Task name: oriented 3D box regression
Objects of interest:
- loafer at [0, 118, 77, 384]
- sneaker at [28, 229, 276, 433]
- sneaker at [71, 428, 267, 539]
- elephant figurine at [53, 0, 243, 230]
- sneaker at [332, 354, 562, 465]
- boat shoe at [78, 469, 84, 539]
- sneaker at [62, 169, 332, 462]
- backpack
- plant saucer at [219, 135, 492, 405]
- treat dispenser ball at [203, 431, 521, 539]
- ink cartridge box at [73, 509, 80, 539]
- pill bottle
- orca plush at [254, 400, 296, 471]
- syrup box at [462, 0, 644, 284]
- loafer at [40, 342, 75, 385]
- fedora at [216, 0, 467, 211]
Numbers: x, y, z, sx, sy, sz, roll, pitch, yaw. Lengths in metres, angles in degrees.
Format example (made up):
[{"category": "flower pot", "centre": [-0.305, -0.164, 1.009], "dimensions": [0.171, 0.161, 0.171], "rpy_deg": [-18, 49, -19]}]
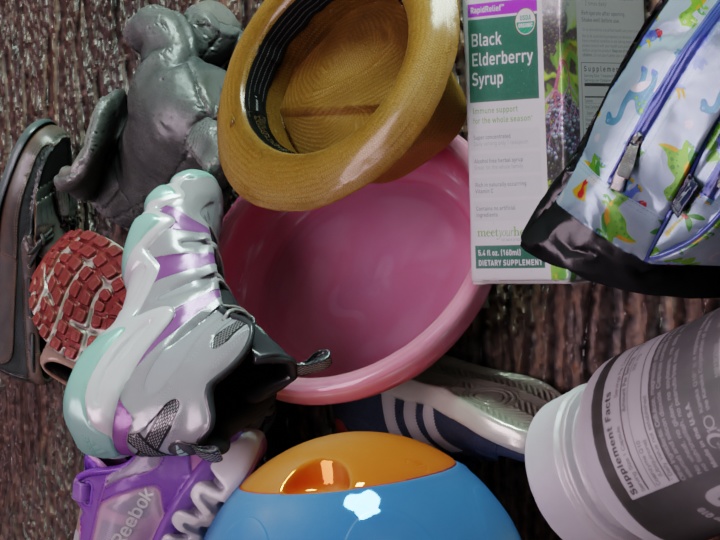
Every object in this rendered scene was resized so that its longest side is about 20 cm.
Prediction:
[{"category": "loafer", "centre": [-0.227, -0.011, 1.954], "dimensions": [0.063, 0.072, 0.201], "rpy_deg": [27, 119, 21]}, {"category": "sneaker", "centre": [-0.134, 0.049, 1.741], "dimensions": [0.200, 0.082, 0.078], "rpy_deg": [40, 92, 25]}, {"category": "sneaker", "centre": [-0.144, 0.155, 1.661], "dimensions": [0.088, 0.081, 0.200], "rpy_deg": [36, 106, -2]}, {"category": "elephant figurine", "centre": [-0.133, -0.069, 1.798], "dimensions": [0.200, 0.155, 0.142], "rpy_deg": [-47, 69, 33]}, {"category": "sneaker", "centre": [0.056, 0.103, 1.658], "dimensions": [0.200, 0.075, 0.085], "rpy_deg": [19, 111, 50]}, {"category": "boat shoe", "centre": [-0.152, 0.134, 1.819], "dimensions": [0.200, 0.062, 0.073], "rpy_deg": [-93, 16, -48]}, {"category": "sneaker", "centre": [-0.078, 0.032, 1.610], "dimensions": [0.139, 0.078, 0.201], "rpy_deg": [7, 59, 21]}, {"category": "backpack", "centre": [0.196, -0.082, 1.453], "dimensions": [0.153, 0.163, 0.201], "rpy_deg": [24, 102, 34]}, {"category": "plant saucer", "centre": [0.000, 0.000, 1.663], "dimensions": [0.200, 0.051, 0.201], "rpy_deg": [-15, 52, 19]}, {"category": "treat dispenser ball", "centre": [0.001, 0.194, 1.580], "dimensions": [0.200, 0.200, 0.202], "rpy_deg": [3, 94, 46]}, {"category": "ink cartridge box", "centre": [-0.136, 0.274, 1.857], "dimensions": [0.164, 0.075, 0.201], "rpy_deg": [27, 111, 40]}, {"category": "pill bottle", "centre": [0.192, 0.084, 1.481], "dimensions": [0.200, 0.114, 0.114], "rpy_deg": [-29, 72, 43]}, {"category": "orca plush", "centre": [-0.030, 0.159, 1.714], "dimensions": [0.071, 0.105, 0.201], "rpy_deg": [121, 149, -66]}, {"category": "syrup box", "centre": [0.113, -0.094, 1.576], "dimensions": [0.079, 0.081, 0.201], "rpy_deg": [0, 93, 45]}, {"category": "loafer", "centre": [-0.124, 0.103, 1.789], "dimensions": [0.200, 0.063, 0.072], "rpy_deg": [40, 141, 5]}, {"category": "fedora", "centre": [0.002, -0.109, 1.638], "dimensions": [0.200, 0.082, 0.201], "rpy_deg": [-25, 51, 36]}]
